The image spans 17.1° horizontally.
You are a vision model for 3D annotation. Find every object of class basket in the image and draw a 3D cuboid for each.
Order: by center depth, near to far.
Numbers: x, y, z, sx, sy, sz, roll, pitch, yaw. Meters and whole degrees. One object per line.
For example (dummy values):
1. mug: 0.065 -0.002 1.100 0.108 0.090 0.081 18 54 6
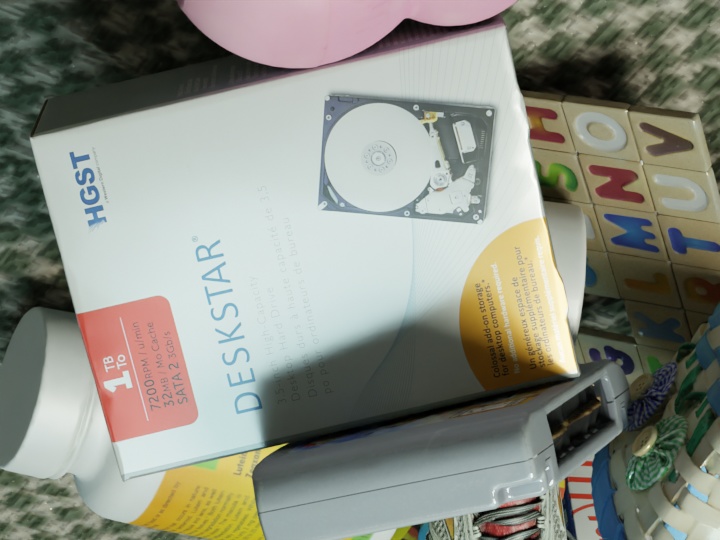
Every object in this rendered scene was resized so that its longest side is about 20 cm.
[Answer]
1. basket: 0.169 0.124 1.101 0.139 0.176 0.201 17 113 -5

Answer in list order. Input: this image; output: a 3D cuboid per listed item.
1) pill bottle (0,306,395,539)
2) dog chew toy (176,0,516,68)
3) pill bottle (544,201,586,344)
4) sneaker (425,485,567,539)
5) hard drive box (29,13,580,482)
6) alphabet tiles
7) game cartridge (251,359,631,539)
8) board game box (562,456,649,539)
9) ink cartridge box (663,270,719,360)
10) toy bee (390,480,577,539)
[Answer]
1. pill bottle: -0.079 0.079 1.215 0.199 0.111 0.111 14 137 -23
2. dog chew toy: 0.022 -0.149 0.951 0.199 0.125 0.125 -8 141 -10
3. pill bottle: 0.000 0.000 1.115 0.199 0.111 0.111 5 140 -4
4. sneaker: 0.063 0.110 1.192 0.078 0.201 0.082 -9 158 -3
5. hard drive box: -0.022 -0.014 1.012 0.199 0.077 0.156 -14 106 2
6. alphabet tiles: 0.133 -0.007 1.143 0.167 0.008 0.200 11 142 31
7. game cartridge: 0.032 0.076 1.009 0.133 0.042 0.200 -9 -178 17
8. board game box: 0.120 0.219 1.381 0.046 0.152 0.200 4 141 -11
9. ink cartridge box: 0.222 0.054 1.223 0.116 0.067 0.200 17 147 22
10. toy bee: 0.073 0.114 1.296 0.199 0.109 0.131 -5 -173 22
